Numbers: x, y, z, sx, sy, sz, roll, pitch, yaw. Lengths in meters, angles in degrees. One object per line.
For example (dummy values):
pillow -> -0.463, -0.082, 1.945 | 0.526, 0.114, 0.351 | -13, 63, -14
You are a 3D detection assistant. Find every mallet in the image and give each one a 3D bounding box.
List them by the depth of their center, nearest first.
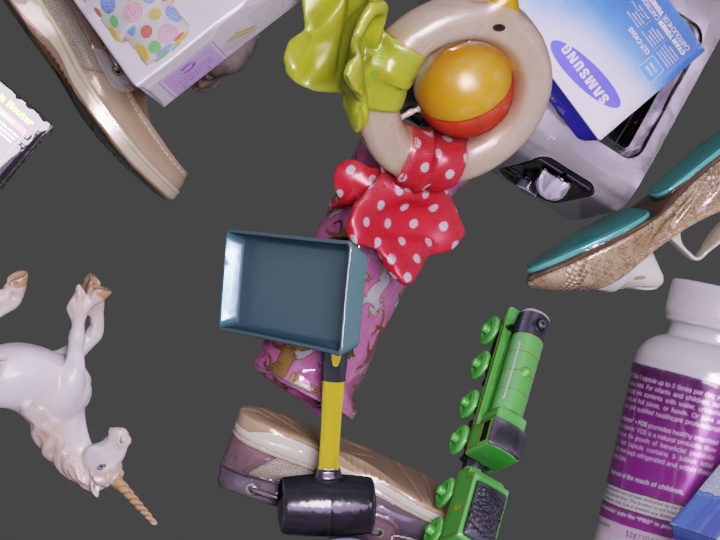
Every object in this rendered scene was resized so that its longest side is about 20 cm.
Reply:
mallet -> -0.008, 0.079, 1.429 | 0.065, 0.041, 0.201 | 8, 102, -10

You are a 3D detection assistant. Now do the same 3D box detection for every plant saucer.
plant saucer -> -0.045, 0.012, 1.422 | 0.019, 0.200, 0.070 | 5, 91, -27

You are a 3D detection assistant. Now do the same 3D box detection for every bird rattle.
bird rattle -> 0.045, -0.096, 1.363 | 0.162, 0.113, 0.201 | -25, 122, -1

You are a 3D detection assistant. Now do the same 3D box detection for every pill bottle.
pill bottle -> 0.236, 0.111, 1.532 | 0.112, 0.112, 0.201 | 13, 90, -13

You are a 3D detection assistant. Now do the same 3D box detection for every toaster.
toaster -> 0.134, -0.155, 1.495 | 0.180, 0.119, 0.201 | 31, 85, -13

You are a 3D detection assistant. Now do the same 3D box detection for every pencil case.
pencil case -> 0.000, 0.000, 1.488 | 0.086, 0.083, 0.201 | 28, 86, -29

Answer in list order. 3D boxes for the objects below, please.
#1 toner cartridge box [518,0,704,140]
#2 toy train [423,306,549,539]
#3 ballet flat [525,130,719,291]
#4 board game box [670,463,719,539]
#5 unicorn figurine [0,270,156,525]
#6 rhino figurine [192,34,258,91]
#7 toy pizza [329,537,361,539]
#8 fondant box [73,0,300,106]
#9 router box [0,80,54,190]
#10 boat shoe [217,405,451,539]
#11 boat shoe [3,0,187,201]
toner cartridge box -> 0.123, -0.190, 1.407 | 0.095, 0.043, 0.200 | -40, 100, -7
toy train -> 0.089, 0.108, 1.489 | 0.042, 0.056, 0.201 | 29, 58, -18
ballet flat -> 0.209, -0.026, 1.544 | 0.199, 0.070, 0.066 | -33, 103, -8
board game box -> 0.297, 0.189, 1.505 | 0.199, 0.043, 0.201 | -42, 130, -33
unicorn figurine -> -0.212, 0.068, 1.449 | 0.199, 0.074, 0.138 | 17, 98, -16
rhino figurine -> -0.072, -0.216, 1.452 | 0.060, 0.087, 0.201 | 23, 87, -13
toy pizza -> -0.048, 0.267, 1.466 | 0.200, 0.032, 0.201 | -30, 132, -40
fondant box -> -0.131, -0.227, 1.389 | 0.144, 0.058, 0.200 | -37, 74, 3
router box -> -0.321, -0.101, 1.421 | 0.200, 0.062, 0.150 | 41, 84, -11
boat shoe -> -0.005, 0.158, 1.505 | 0.199, 0.072, 0.065 | 26, 100, -16
boat shoe -> -0.168, -0.139, 1.452 | 0.065, 0.072, 0.200 | -36, 94, -8
